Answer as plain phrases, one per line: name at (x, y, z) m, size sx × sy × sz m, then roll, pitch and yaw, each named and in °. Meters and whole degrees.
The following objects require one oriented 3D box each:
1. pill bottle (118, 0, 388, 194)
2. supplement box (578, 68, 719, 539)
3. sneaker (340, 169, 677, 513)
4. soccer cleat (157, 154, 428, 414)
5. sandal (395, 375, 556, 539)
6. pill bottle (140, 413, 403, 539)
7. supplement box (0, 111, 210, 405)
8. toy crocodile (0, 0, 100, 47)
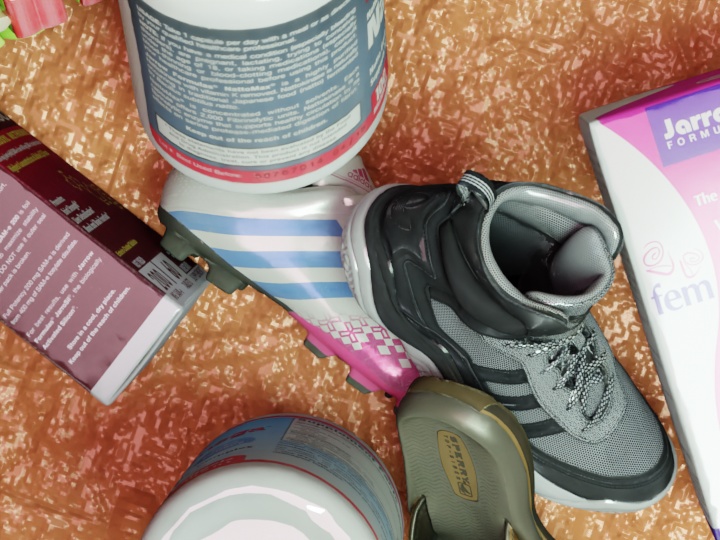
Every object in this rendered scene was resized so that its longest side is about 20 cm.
pill bottle at (-0.049, -0.134, 1.156) m, size 0.119 × 0.200 × 0.120 m, roll -1°, pitch 59°, yaw 2°
supplement box at (0.177, 0.010, 1.222) m, size 0.101 × 0.103 × 0.201 m, roll -18°, pitch 93°, yaw 4°
sneaker at (0.087, 0.032, 1.186) m, size 0.200 × 0.114 × 0.076 m, roll 44°, pitch 61°, yaw -16°
soccer cleat at (0.000, 0.000, 1.248) m, size 0.200 × 0.070 × 0.086 m, roll 34°, pitch 98°, yaw 0°
sandal at (0.056, 0.134, 1.226) m, size 0.081 × 0.055 × 0.200 m, roll 10°, pitch 138°, yaw 28°
pill bottle at (-0.036, 0.123, 1.198) m, size 0.108 × 0.200 × 0.109 m, roll 0°, pitch 96°, yaw 4°
supplement box at (-0.169, -0.029, 1.238) m, size 0.200 × 0.109 × 0.061 m, roll 38°, pitch 99°, yaw -2°
toy crocodile at (-0.121, -0.151, 1.219) m, size 0.200 × 0.068 × 0.062 m, roll -35°, pitch 64°, yaw -14°
